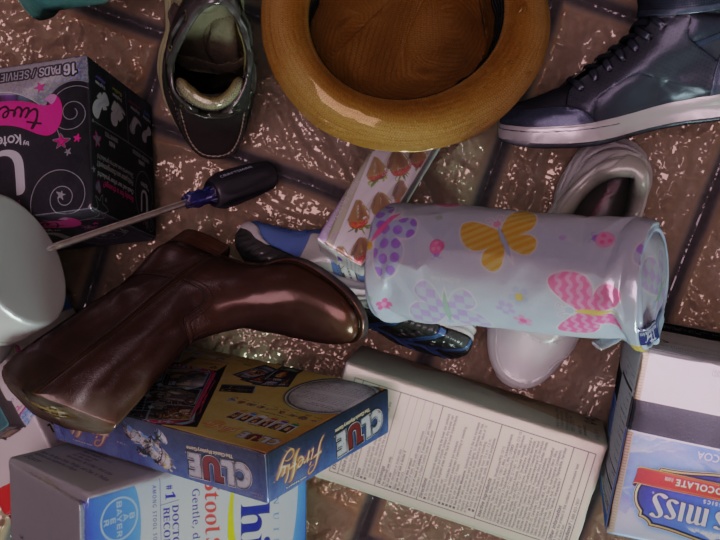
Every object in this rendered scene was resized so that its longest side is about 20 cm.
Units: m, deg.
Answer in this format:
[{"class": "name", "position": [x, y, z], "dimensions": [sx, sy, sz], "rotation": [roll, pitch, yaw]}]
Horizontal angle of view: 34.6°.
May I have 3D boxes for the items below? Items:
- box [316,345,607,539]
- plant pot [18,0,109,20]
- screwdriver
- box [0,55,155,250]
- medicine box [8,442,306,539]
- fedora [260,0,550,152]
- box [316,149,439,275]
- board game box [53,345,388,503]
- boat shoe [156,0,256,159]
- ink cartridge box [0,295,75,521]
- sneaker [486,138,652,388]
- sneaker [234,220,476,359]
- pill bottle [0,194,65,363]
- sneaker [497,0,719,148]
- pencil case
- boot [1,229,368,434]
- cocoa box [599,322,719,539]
[{"class": "box", "position": [0.075, 0.133, 0.865], "dimensions": [0.198, 0.078, 0.096], "rotation": [18, 99, 7]}, {"class": "plant pot", "position": [-0.137, -0.281, 0.807], "dimensions": [0.194, 0.200, 0.202], "rotation": [-2, 96, 1]}, {"class": "screwdriver", "position": [-0.142, -0.048, 0.839], "dimensions": [0.029, 0.199, 0.028], "rotation": [57, 140, 18]}, {"class": "box", "position": [-0.268, -0.075, 0.861], "dimensions": [0.198, 0.132, 0.116], "rotation": [-7, 81, 10]}, {"class": "medicine box", "position": [-0.141, 0.212, 0.838], "dimensions": [0.102, 0.199, 0.184], "rotation": [10, 103, 43]}, {"class": "fedora", "position": [0.027, -0.161, 0.784], "dimensions": [0.199, 0.082, 0.202], "rotation": [2, 75, -8]}, {"class": "box", "position": [0.035, -0.091, 0.834], "dimensions": [0.039, 0.041, 0.201], "rotation": [30, 81, 6]}, {"class": "board game box", "position": [-0.099, 0.100, 0.809], "dimensions": [0.199, 0.135, 0.035], "rotation": [9, 108, 35]}, {"class": "boat shoe", "position": [-0.110, -0.139, 0.814], "dimensions": [0.073, 0.201, 0.065], "rotation": [-4, 56, -4]}, {"class": "ink cartridge box", "position": [-0.246, 0.106, 0.892], "dimensions": [0.067, 0.116, 0.201], "rotation": [-26, 92, 18]}, {"class": "sneaker", "position": [0.145, -0.004, 0.827], "dimensions": [0.077, 0.099, 0.201], "rotation": [24, 100, 3]}, {"class": "sneaker", "position": [0.000, 0.000, 0.876], "dimensions": [0.199, 0.076, 0.077], "rotation": [20, 71, 10]}, {"class": "pill bottle", "position": [-0.304, 0.033, 0.777], "dimensions": [0.199, 0.113, 0.114], "rotation": [-26, 92, 18]}, {"class": "sneaker", "position": [0.185, -0.168, 0.807], "dimensions": [0.201, 0.077, 0.147], "rotation": [-12, 106, 1]}, {"class": "pencil case", "position": [0.101, 0.003, 0.758], "dimensions": [0.198, 0.091, 0.084], "rotation": [6, 59, 24]}, {"class": "boot", "position": [-0.118, 0.056, 0.783], "dimensions": [0.185, 0.200, 0.065], "rotation": [16, 126, 27]}, {"class": "cocoa box", "position": [0.275, 0.122, 0.803], "dimensions": [0.198, 0.133, 0.132], "rotation": [11, 99, 8]}]
